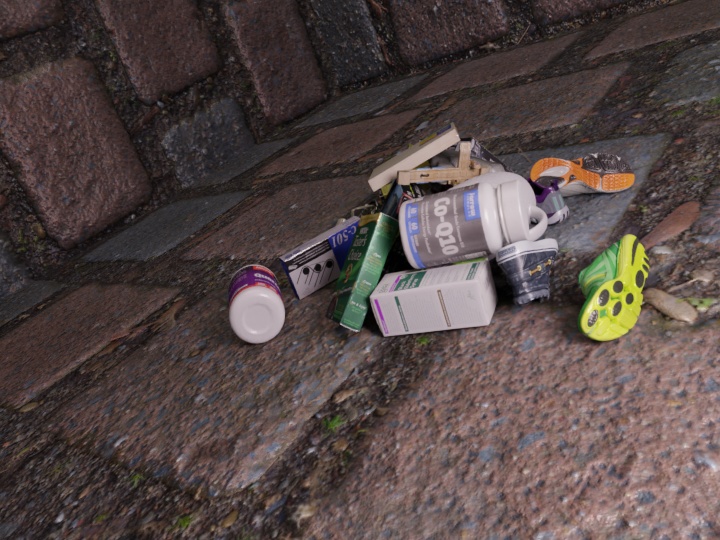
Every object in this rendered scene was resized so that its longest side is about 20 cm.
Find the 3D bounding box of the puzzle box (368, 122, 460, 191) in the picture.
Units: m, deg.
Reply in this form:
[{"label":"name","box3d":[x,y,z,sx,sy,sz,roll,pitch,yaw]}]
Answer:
[{"label":"puzzle box","box3d":[0.108,-0.231,1.261,0.196,0.026,0.134,-29,13,16]}]

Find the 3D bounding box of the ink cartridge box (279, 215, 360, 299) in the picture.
[{"label":"ink cartridge box","box3d":[-0.071,-0.030,1.370,0.196,0.096,0.044,-30,23,-16]}]

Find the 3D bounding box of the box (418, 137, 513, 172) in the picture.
[{"label":"box","box3d":[0.240,-0.250,1.478,0.198,0.155,0.051,17,80,57]}]

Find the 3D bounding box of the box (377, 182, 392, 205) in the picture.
[{"label":"box","box3d":[0.142,-0.218,1.636,0.194,0.051,0.076,-23,22,3]}]

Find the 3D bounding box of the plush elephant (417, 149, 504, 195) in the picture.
[{"label":"plush elephant","box3d":[0.180,-0.168,1.333,0.160,0.160,0.200,-7,26,-28]}]

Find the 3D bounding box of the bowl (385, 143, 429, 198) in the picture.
[{"label":"bowl","box3d":[0.122,-0.180,1.465,0.105,0.205,0.202,21,27,-3]}]

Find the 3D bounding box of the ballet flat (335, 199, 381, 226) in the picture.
[{"label":"ballet flat","box3d":[-0.021,-0.109,1.531,0.198,0.076,0.073,-37,26,-29]}]

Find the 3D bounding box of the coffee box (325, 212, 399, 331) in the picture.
[{"label":"coffee box","box3d":[0.000,0.000,1.123,0.206,0.043,0.123,-69,16,-3]}]

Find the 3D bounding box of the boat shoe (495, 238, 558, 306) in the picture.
[{"label":"boat shoe","box3d":[0.276,0.005,1.006,0.069,0.094,0.198,-21,-8,34]}]

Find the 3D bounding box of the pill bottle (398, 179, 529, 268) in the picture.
[{"label":"pill bottle","box3d":[0.169,-0.076,1.017,0.194,0.117,0.115,-12,24,22]}]

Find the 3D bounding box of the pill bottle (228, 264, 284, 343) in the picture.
[{"label":"pill bottle","box3d":[-0.217,0.059,1.291,0.110,0.115,0.201,-24,23,-4]}]

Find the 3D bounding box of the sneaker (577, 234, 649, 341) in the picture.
[{"label":"sneaker","box3d":[0.349,0.032,0.887,0.200,0.074,0.083,-47,7,-38]}]

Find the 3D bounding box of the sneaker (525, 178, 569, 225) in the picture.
[{"label":"sneaker","box3d":[0.322,-0.145,1.253,0.074,0.090,0.197,-36,26,-33]}]

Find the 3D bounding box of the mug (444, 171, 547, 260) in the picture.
[{"label":"mug","box3d":[0.251,-0.095,1.149,0.172,0.152,0.199,-27,32,-23]}]

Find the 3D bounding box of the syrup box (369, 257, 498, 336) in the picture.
[{"label":"syrup box","box3d":[0.120,0.046,1.038,0.194,0.084,0.079,-9,23,29]}]

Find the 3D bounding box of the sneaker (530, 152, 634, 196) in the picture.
[{"label":"sneaker","box3d":[0.440,-0.185,1.252,0.193,0.079,0.092,6,-9,19]}]

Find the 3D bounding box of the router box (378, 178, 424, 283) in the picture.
[{"label":"router box","box3d":[0.058,-0.067,1.223,0.204,0.061,0.151,-61,12,19]}]

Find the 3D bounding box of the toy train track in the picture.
[{"label":"toy train track","box3d":[0.162,-0.179,1.191,0.193,0.119,0.033,-6,26,-20]}]
